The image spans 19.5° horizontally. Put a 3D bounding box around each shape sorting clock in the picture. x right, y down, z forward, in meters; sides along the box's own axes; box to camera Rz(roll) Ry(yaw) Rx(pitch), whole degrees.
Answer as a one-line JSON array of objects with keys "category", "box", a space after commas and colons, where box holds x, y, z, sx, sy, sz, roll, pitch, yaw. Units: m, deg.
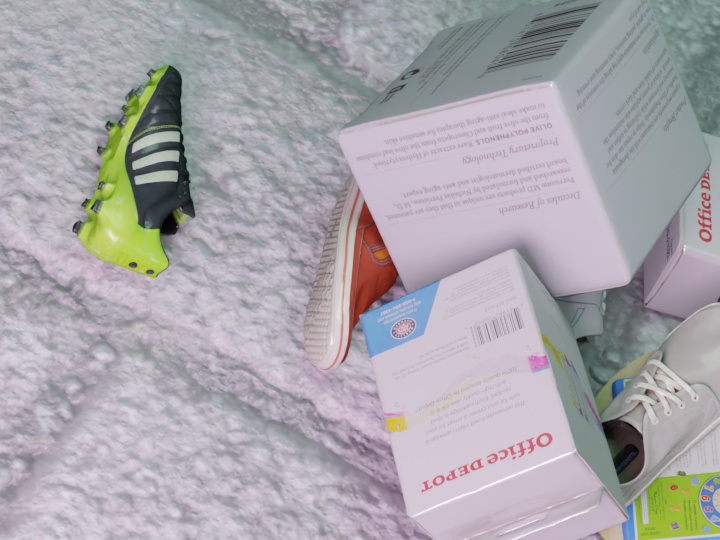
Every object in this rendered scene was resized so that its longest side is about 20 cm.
[{"category": "shape sorting clock", "box": [0.263, 0.145, 1.587, 0.200, 0.039, 0.200, -6, 62, 11]}]

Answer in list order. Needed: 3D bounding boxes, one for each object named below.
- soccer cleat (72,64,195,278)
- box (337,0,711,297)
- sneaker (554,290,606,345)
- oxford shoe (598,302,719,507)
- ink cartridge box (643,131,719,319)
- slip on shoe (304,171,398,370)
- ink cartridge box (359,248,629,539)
[{"category": "soccer cleat", "box": [-0.163, -0.076, 1.628, 0.081, 0.068, 0.200, 32, 45, -20]}, {"category": "box", "box": [0.131, -0.093, 1.618, 0.199, 0.200, 0.172, -49, 120, -49]}, {"category": "sneaker", "box": [0.165, 0.016, 1.690, 0.080, 0.070, 0.200, 51, 45, -8]}, {"category": "oxford shoe", "box": [0.224, 0.101, 1.565, 0.075, 0.058, 0.200, 36, 75, 29]}, {"category": "ink cartridge box", "box": [0.343, -0.020, 1.773, 0.200, 0.084, 0.145, 16, 48, -11]}, {"category": "slip on shoe", "box": [0.000, 0.000, 1.623, 0.061, 0.074, 0.200, 23, 42, -8]}, {"category": "ink cartridge box", "box": [0.098, 0.114, 1.499, 0.128, 0.125, 0.200, -23, 54, 14]}]
